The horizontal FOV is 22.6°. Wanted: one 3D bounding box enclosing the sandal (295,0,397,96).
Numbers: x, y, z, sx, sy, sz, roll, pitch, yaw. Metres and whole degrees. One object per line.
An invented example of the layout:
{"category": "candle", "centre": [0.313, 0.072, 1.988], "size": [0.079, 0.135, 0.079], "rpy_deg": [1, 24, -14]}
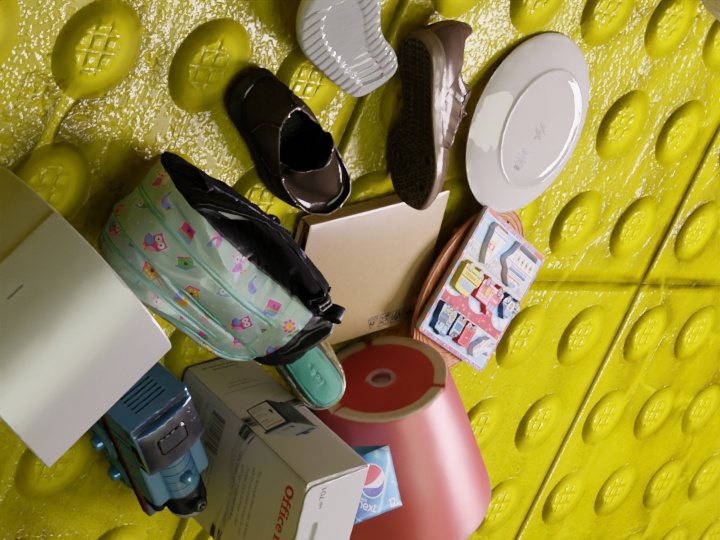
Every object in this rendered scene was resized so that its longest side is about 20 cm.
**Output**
{"category": "sandal", "centre": [-0.021, -0.217, 1.621], "size": [0.082, 0.050, 0.203], "rpy_deg": [-33, 156, -3]}

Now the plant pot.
{"category": "plant pot", "centre": [0.034, 0.181, 1.915], "size": [0.200, 0.200, 0.178], "rpy_deg": [-31, 130, -28]}

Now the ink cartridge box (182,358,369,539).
{"category": "ink cartridge box", "centre": [-0.097, 0.200, 1.753], "size": [0.086, 0.200, 0.147], "rpy_deg": [-14, 130, -42]}

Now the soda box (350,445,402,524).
{"category": "soda box", "centre": [-0.051, 0.217, 1.825], "size": [0.068, 0.199, 0.065], "rpy_deg": [-16, 94, -39]}

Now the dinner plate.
{"category": "dinner plate", "centre": [0.184, -0.152, 1.908], "size": [0.200, 0.024, 0.201], "rpy_deg": [-27, 131, -35]}

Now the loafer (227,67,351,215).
{"category": "loafer", "centre": [-0.056, -0.103, 1.652], "size": [0.073, 0.071, 0.200], "rpy_deg": [-49, 145, -6]}

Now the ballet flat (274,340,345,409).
{"category": "ballet flat", "centre": [-0.081, 0.048, 1.747], "size": [0.071, 0.071, 0.201], "rpy_deg": [-39, 112, -19]}

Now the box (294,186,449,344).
{"category": "box", "centre": [0.000, 0.000, 1.847], "size": [0.199, 0.021, 0.164], "rpy_deg": [-15, 131, -41]}

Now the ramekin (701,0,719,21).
{"category": "ramekin", "centre": [0.463, -0.349, 2.009], "size": [0.200, 0.105, 0.201], "rpy_deg": [-30, 139, -30]}

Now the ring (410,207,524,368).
{"category": "ring", "centre": [0.114, 0.018, 1.977], "size": [0.200, 0.019, 0.201], "rpy_deg": [-39, 145, -35]}

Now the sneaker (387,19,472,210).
{"category": "sneaker", "centre": [0.079, -0.151, 1.767], "size": [0.075, 0.070, 0.201], "rpy_deg": [-26, 138, -34]}

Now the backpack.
{"category": "backpack", "centre": [-0.129, -0.007, 1.577], "size": [0.127, 0.167, 0.200], "rpy_deg": [-49, 130, 3]}

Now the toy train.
{"category": "toy train", "centre": [-0.196, 0.156, 1.677], "size": [0.087, 0.114, 0.201], "rpy_deg": [-37, 142, -20]}

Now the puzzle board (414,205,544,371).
{"category": "puzzle board", "centre": [0.137, 0.025, 1.981], "size": [0.151, 0.017, 0.200], "rpy_deg": [-59, 152, -2]}

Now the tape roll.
{"category": "tape roll", "centre": [-0.266, 0.036, 1.419], "size": [0.139, 0.202, 0.203], "rpy_deg": [-44, 144, -12]}
